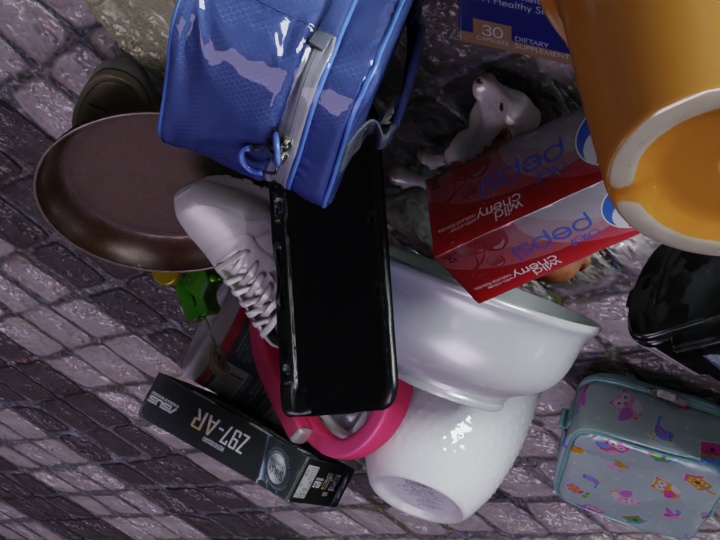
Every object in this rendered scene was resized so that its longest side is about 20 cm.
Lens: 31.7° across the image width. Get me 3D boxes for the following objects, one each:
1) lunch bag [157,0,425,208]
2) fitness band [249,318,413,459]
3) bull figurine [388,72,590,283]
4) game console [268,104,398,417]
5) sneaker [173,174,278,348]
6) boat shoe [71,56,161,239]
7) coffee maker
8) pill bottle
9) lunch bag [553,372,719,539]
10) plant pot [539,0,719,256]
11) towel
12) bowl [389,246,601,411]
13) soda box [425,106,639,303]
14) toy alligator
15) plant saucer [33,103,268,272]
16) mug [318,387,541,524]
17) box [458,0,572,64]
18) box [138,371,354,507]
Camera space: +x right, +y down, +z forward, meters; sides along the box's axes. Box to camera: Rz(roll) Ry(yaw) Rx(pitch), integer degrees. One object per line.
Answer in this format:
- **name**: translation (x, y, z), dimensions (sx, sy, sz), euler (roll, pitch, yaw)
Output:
- **lunch bag**: translation (-0.027, -0.138, 0.738), dimensions (0.131, 0.202, 0.136), euler (20, 147, -2)
- **fitness band**: translation (-0.029, 0.066, 1.103), dimensions (0.037, 0.201, 0.144), euler (10, 133, -47)
- **bull figurine**: translation (0.098, -0.058, 0.925), dimensions (0.120, 0.066, 0.201), euler (5, 145, 37)
- **game console**: translation (0.000, 0.000, 0.908), dimensions (0.115, 0.203, 0.176), euler (-6, 173, 23)
- **sneaker**: translation (-0.069, 0.006, 0.994), dimensions (0.200, 0.081, 0.076), euler (40, 137, -26)
- **boat shoe**: translation (-0.185, -0.108, 1.042), dimensions (0.074, 0.069, 0.201), euler (20, 146, 7)
- **coffee maker**: translation (0.319, 0.043, 0.893), dimensions (0.199, 0.136, 0.192), euler (36, 126, -25)
- **pill bottle**: translation (-0.062, 0.094, 1.239), dimensions (0.199, 0.121, 0.120), euler (30, 151, -12)
- **lunch bag**: translation (0.258, 0.170, 1.178), dimensions (0.159, 0.078, 0.201), euler (19, 151, 11)
- **plant pot**: translation (0.176, -0.116, 0.597), dimensions (0.197, 0.185, 0.201), euler (5, 148, 3)
- **towel**: translation (-0.097, -0.156, 0.930), dimensions (0.200, 0.037, 0.148), euler (40, 148, -28)
- **bowl**: translation (0.080, 0.051, 0.996), dimensions (0.199, 0.091, 0.201), euler (20, -176, -2)
- **soda box**: translation (0.142, -0.055, 0.809), dimensions (0.198, 0.071, 0.063), euler (-25, 137, 24)
- **toy alligator**: translation (-0.150, -0.001, 1.148), dimensions (0.054, 0.201, 0.059), euler (-33, 168, 20)
- **plant saucer**: translation (-0.155, -0.067, 1.000), dimensions (0.197, 0.032, 0.201), euler (-2, 144, -1)
- **mug**: translation (0.055, 0.119, 1.135), dimensions (0.198, 0.177, 0.148), euler (15, 150, 15)
- **box**: translation (0.114, -0.194, 0.717), dimensions (0.120, 0.033, 0.201), euler (15, 150, 15)
- **box**: translation (-0.100, 0.160, 1.178), dimensions (0.159, 0.044, 0.200), euler (27, 174, 15)
